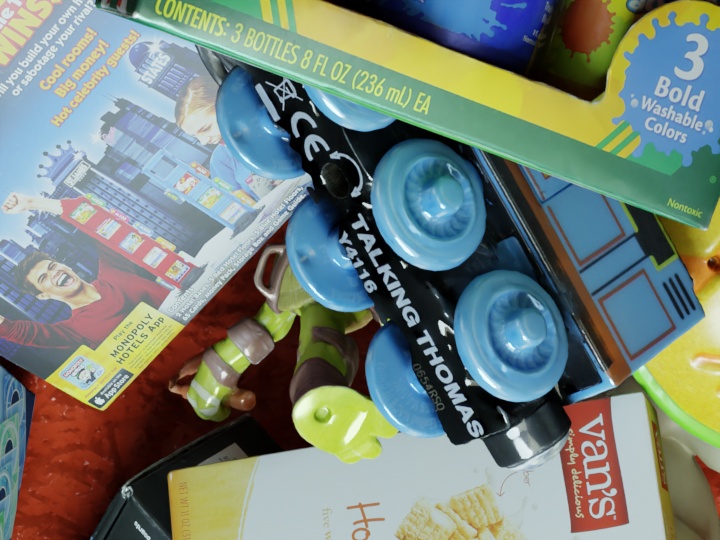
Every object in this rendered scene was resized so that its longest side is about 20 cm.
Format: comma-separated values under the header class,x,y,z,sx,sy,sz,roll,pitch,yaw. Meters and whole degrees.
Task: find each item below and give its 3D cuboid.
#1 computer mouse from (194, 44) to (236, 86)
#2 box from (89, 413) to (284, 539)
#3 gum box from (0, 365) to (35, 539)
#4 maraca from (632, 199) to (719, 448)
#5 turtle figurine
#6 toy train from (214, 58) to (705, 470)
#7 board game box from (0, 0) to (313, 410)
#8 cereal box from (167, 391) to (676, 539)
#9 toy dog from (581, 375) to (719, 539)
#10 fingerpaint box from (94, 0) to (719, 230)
class,x,y,z,sx,sy,sz,roll,pitch,yaw
computer mouse,-0.003,-0.170,0.847,0.199,0.053,0.139,-37,109,1
box,-0.042,0.195,1.005,0.086,0.200,0.164,-28,158,-45
gum box,-0.187,0.105,0.895,0.044,0.171,0.200,5,164,9
maraca,0.148,-0.023,0.878,0.136,0.107,0.201,-29,104,-12
turtle figurine,0.000,0.000,0.924,0.199,0.161,0.065,-36,115,3
toy train,0.032,-0.030,0.810,0.087,0.114,0.201,-26,95,53
board game box,-0.121,-0.068,0.903,0.199,0.062,0.200,34,113,-29
cereal box,0.027,0.134,0.887,0.198,0.145,0.040,-12,162,14
toy dog,0.096,0.108,0.988,0.192,0.201,0.140,-11,127,-4
fingerpaint box,0.041,-0.125,0.708,0.199,0.073,0.168,19,93,-18
